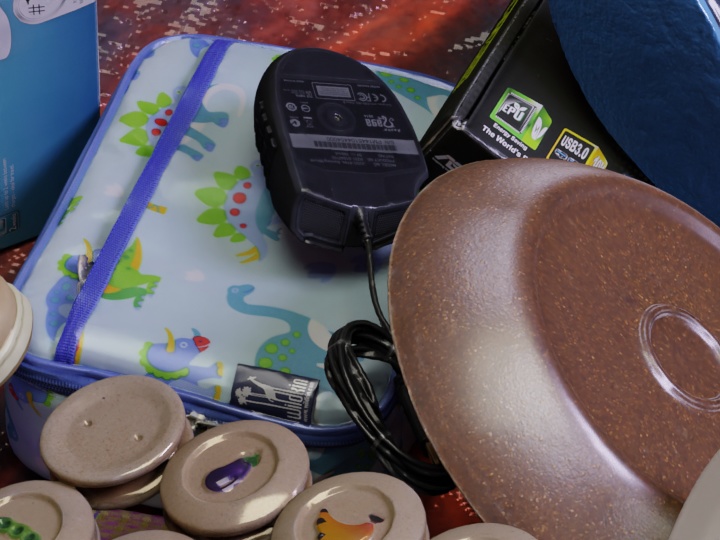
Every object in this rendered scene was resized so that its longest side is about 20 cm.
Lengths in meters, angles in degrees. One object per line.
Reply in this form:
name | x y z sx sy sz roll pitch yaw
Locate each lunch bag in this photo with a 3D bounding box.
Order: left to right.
lunch bag | -0.042 0.002 1.128 0.161 0.083 0.200 14 47 13

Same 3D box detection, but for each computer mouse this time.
computer mouse | 0.000 0.000 1.058 0.059 0.034 0.200 5 48 -23

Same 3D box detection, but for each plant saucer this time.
plant saucer | 0.099 0.037 1.002 0.200 0.037 0.201 27 42 -26

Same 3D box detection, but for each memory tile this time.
memory tile | -0.051 0.107 0.918 0.200 0.017 0.153 19 52 36

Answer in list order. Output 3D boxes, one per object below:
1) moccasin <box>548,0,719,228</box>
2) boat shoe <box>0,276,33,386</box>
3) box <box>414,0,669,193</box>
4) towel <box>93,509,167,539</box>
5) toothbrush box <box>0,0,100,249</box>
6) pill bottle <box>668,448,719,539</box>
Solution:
moccasin | 0.138 -0.058 1.093 0.068 0.080 0.200 -39 101 -42
boat shoe | -0.216 0.029 1.058 0.200 0.066 0.074 -14 44 12
box | 0.141 -0.049 1.156 0.200 0.048 0.193 38 53 -5
towel | -0.125 0.110 1.021 0.200 0.023 0.144 8 17 3
toothbrush box | -0.204 -0.063 1.133 0.200 0.147 0.085 -24 52 -22
pill bottle | 0.199 0.121 0.927 0.200 0.113 0.113 22 41 -25
